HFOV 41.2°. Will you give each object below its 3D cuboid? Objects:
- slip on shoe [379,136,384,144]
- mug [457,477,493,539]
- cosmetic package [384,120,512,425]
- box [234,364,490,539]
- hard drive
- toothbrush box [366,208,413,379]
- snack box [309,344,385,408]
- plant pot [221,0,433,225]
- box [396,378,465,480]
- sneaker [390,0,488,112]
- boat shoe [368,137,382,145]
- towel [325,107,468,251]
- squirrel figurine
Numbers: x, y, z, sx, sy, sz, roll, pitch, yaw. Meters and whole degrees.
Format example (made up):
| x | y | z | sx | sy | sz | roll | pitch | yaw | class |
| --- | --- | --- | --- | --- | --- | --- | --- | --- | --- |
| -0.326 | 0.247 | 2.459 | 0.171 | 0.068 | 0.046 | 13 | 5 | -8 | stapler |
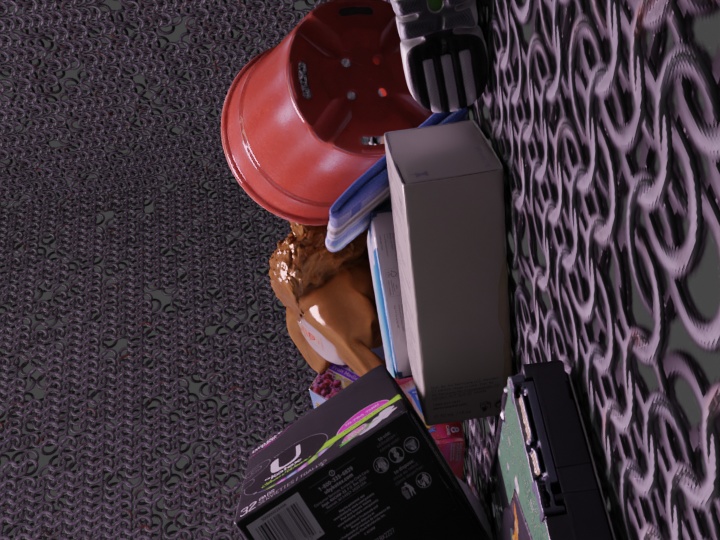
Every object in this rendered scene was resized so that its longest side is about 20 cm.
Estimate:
| x | y | z | sx | sy | sz | roll | pitch | yaw | class |
| --- | --- | --- | --- | --- | --- | --- | --- | --- | --- |
| 0.042 | -0.127 | 1.118 | 0.076 | 0.060 | 0.201 | -100 | 3 | -50 | slip on shoe |
| 0.034 | 0.269 | 0.953 | 0.175 | 0.198 | 0.149 | -53 | -32 | -78 | mug |
| 0.067 | 0.002 | 0.716 | 0.104 | 0.072 | 0.202 | -102 | 5 | -61 | cosmetic package |
| -0.002 | 0.177 | 0.753 | 0.125 | 0.148 | 0.200 | 58 | 179 | -4 | box |
| 0.111 | 0.160 | 0.569 | 0.201 | 0.037 | 0.141 | 84 | 178 | -56 | hard drive |
| 0.057 | 0.023 | 0.910 | 0.200 | 0.084 | 0.148 | 103 | 158 | -84 | toothbrush box |
| 0.019 | 0.117 | 1.207 | 0.201 | 0.067 | 0.169 | -55 | -20 | -25 | snack box |
| -0.023 | -0.161 | 0.935 | 0.195 | 0.199 | 0.203 | 155 | 107 | -71 | plant pot |
| 0.070 | 0.213 | 1.148 | 0.201 | 0.094 | 0.100 | 85 | 178 | -52 | box |
| 0.040 | -0.217 | 0.644 | 0.116 | 0.074 | 0.201 | -96 | -1 | -56 | sneaker |
| 0.039 | -0.137 | 1.193 | 0.076 | 0.060 | 0.202 | -100 | 3 | -59 | boat shoe |
| 0.025 | -0.078 | 0.828 | 0.024 | 0.147 | 0.200 | 49 | 174 | 3 | towel |
| 0.000 | 0.000 | 1.071 | 0.201 | 0.187 | 0.141 | 54 | 155 | -15 | squirrel figurine |
